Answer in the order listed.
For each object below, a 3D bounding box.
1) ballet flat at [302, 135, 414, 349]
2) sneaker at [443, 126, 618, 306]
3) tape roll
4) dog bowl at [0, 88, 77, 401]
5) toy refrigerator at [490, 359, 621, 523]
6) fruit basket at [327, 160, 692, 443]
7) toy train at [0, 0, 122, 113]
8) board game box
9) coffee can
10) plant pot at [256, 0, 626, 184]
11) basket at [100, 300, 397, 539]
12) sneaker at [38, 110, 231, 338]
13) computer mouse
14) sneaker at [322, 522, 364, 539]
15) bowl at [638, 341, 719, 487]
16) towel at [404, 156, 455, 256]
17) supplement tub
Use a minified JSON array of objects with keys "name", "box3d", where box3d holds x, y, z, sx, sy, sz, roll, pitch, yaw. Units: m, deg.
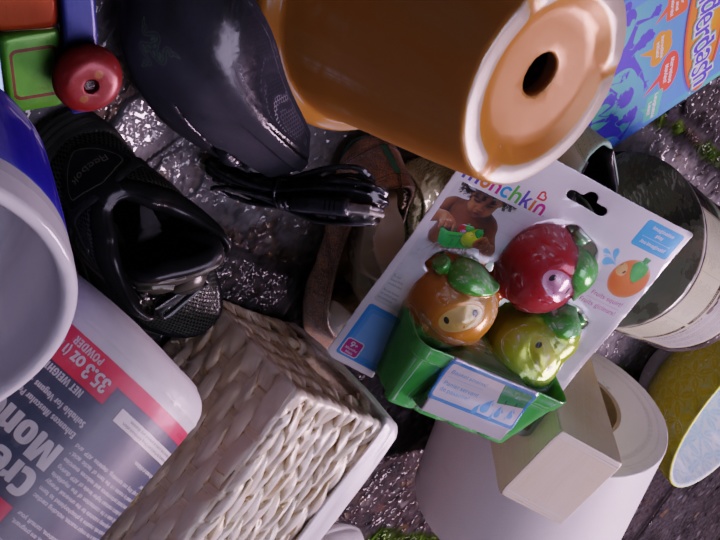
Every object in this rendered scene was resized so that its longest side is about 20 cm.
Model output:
[{"name":"ballet flat","box3d":[0.000,0.000,0.888,0.067,0.067,0.202,-16,134,-27]},{"name":"sneaker","box3d":[0.128,-0.028,0.894,0.073,0.118,0.203,-27,137,-32]},{"name":"tape roll","box3d":[0.162,0.169,1.112,0.201,0.202,0.141,-13,133,-40]},{"name":"dog bowl","box3d":[-0.234,-0.006,0.556,0.197,0.079,0.201,-15,145,-11]},{"name":"toy refrigerator","box3d":[0.149,0.101,0.990,0.069,0.201,0.076,29,118,-20]},{"name":"fruit basket","box3d":[0.103,0.022,0.827,0.183,0.094,0.201,24,122,-26]},{"name":"toy train","box3d":[-0.175,-0.160,0.543,0.114,0.085,0.202,-14,134,-22]},{"name":"board game box","box3d":[0.228,-0.187,0.985,0.199,0.045,0.153,-34,143,-22]},{"name":"coffee can","box3d":[0.258,-0.011,1.077,0.147,0.146,0.199,-56,151,10]},{"name":"plant pot","box3d":[0.044,-0.148,0.696,0.199,0.183,0.202,-29,141,-26]},{"name":"basket","box3d":[-0.096,0.136,0.853,0.201,0.135,0.123,-53,143,5]},{"name":"sneaker","box3d":[-0.118,0.002,0.722,0.076,0.114,0.200,-38,146,-12]},{"name":"computer mouse","box3d":[-0.074,-0.089,0.679,0.053,0.137,0.201,-58,142,-27]},{"name":"sneaker","box3d":[-0.065,0.276,1.006,0.199,0.080,0.071,-21,150,-40]},{"name":"bowl","box3d":[0.391,0.140,1.419,0.199,0.108,0.202,-28,140,-27]},{"name":"towel","box3d":[0.088,-0.035,0.982,0.147,0.036,0.202,-33,142,-24]},{"name":"supplement tub","box3d":[-0.199,0.106,0.685,0.201,0.140,0.141,-50,146,-14]}]
